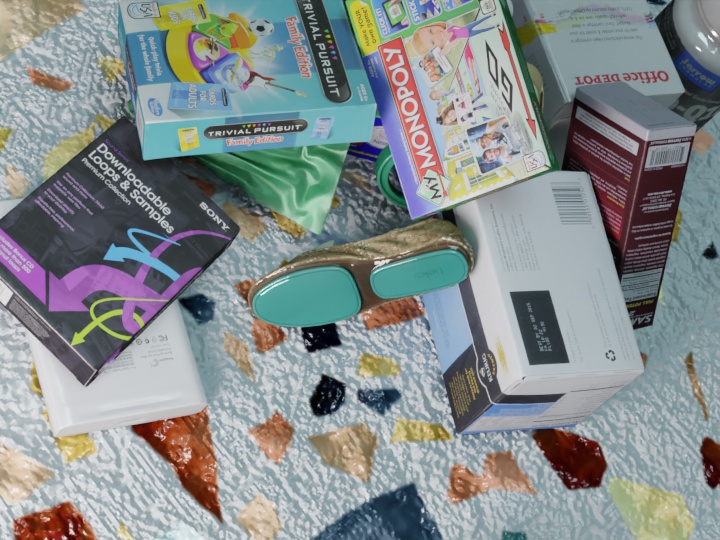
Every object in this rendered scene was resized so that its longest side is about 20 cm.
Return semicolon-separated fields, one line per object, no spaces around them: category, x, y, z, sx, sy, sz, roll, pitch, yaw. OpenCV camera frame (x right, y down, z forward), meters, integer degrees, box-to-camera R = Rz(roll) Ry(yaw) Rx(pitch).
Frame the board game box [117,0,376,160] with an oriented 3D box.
board game box;-0.100;-0.173;1.565;0.198;0.047;0.152;-6;51;-14

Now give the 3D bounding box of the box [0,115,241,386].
box;-0.209;-0.021;1.489;0.143;0.036;0.200;43;51;0

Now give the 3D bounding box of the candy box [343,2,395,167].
candy box;0.006;-0.209;1.711;0.167;0.077;0.202;13;57;-19

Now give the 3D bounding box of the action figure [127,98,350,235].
action figure;-0.110;-0.119;1.603;0.198;0.055;0.119;19;90;-2

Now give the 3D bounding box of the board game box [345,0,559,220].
board game box;0.077;-0.159;1.556;0.029;0.133;0.202;-2;74;-68

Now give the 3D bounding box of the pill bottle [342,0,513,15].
pill bottle;0.037;-0.268;1.642;0.200;0.112;0.112;48;53;4

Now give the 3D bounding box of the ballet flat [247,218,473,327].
ballet flat;0.000;0.000;1.574;0.198;0.071;0.066;-10;35;4

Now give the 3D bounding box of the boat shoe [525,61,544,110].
boat shoe;0.132;-0.134;1.657;0.073;0.200;0.067;24;77;-3

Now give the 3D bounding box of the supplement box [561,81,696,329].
supplement box;0.232;-0.057;1.654;0.060;0.202;0.109;-8;30;-31

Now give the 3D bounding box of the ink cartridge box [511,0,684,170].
ink cartridge box;0.189;-0.216;1.766;0.145;0.146;0.202;-7;67;-31

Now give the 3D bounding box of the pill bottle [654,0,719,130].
pill bottle;0.337;-0.216;1.809;0.113;0.200;0.115;12;59;-20

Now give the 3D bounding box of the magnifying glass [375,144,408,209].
magnifying glass;0.102;-0.071;1.695;0.199;0.080;0.023;21;38;-29

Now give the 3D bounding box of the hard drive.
hard drive;-0.214;0.031;1.496;0.131;0.026;0.202;-7;67;-30

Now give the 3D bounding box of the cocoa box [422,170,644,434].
cocoa box;0.143;0.029;1.616;0.132;0.131;0.202;-1;64;-26
